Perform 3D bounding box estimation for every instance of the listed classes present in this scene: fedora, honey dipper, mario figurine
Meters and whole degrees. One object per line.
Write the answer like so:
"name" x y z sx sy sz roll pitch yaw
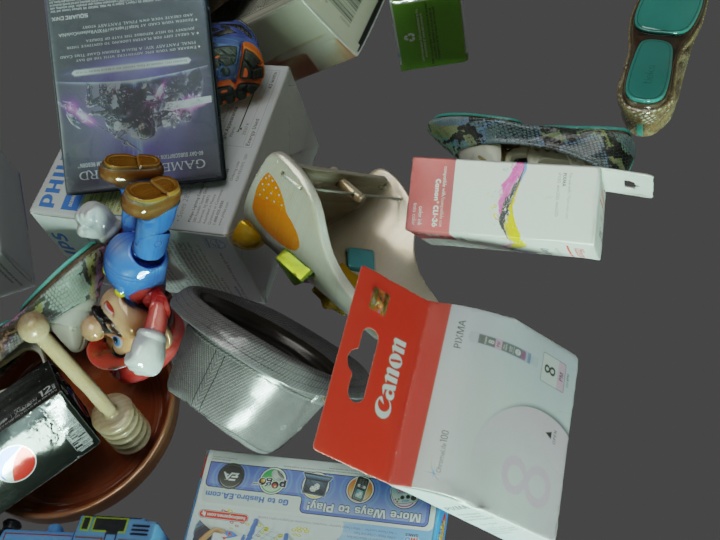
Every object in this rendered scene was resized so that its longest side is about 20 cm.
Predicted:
"fedora" -0.087 0.088 0.873 0.176 0.200 0.091 31 93 13
"honey dipper" -0.214 0.088 0.829 0.038 0.200 0.038 -5 57 8
"mario figurine" -0.201 0.011 0.884 0.105 0.201 0.124 9 30 0

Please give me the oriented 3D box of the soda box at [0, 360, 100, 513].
"soda box" -0.318 0.165 0.874 0.200 0.064 0.071 -35 29 -11

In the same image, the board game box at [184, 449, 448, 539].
"board game box" -0.042 0.247 0.813 0.199 0.056 0.197 4 59 15

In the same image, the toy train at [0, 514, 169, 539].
"toy train" -0.242 0.254 0.840 0.199 0.087 0.115 -1 48 14

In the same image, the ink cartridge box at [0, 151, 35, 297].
"ink cartridge box" -0.440 -0.031 1.058 0.199 0.086 0.147 -18 63 2

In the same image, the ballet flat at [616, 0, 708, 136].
"ballet flat" 0.289 -0.210 1.033 0.070 0.065 0.201 16 60 20

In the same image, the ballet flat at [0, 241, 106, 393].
"ballet flat" -0.292 0.060 0.953 0.200 0.069 0.071 -38 85 -4

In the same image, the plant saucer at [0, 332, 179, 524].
"plant saucer" -0.257 0.130 0.952 0.199 0.032 0.201 -6 56 9

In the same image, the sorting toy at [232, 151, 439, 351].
"sorting toy" 0.000 0.000 0.914 0.107 0.200 0.180 -47 71 19

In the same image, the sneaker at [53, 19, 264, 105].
"sneaker" -0.183 -0.187 0.978 0.199 0.076 0.079 -4 42 4

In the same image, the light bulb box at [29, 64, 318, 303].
"light bulb box" -0.170 -0.090 1.019 0.199 0.125 0.199 7 59 18

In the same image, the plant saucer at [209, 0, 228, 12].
"plant saucer" -0.172 -0.273 1.070 0.199 0.030 0.200 -28 23 13

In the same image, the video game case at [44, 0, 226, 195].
"video game case" -0.196 -0.172 0.919 0.142 0.019 0.201 -5 94 5

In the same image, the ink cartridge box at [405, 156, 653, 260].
"ink cartridge box" 0.149 -0.051 0.921 0.199 0.116 0.068 5 87 16

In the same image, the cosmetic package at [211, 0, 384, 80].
"cosmetic package" -0.081 -0.249 1.072 0.199 0.087 0.104 -9 49 45

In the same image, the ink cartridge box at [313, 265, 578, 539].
"ink cartridge box" 0.075 0.101 0.816 0.057 0.200 0.163 -24 42 48

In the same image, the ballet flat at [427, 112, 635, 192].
"ballet flat" 0.154 -0.107 0.998 0.199 0.074 0.075 6 59 20

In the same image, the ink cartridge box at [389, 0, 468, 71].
"ink cartridge box" 0.059 -0.328 1.078 0.075 0.200 0.149 -8 56 7
